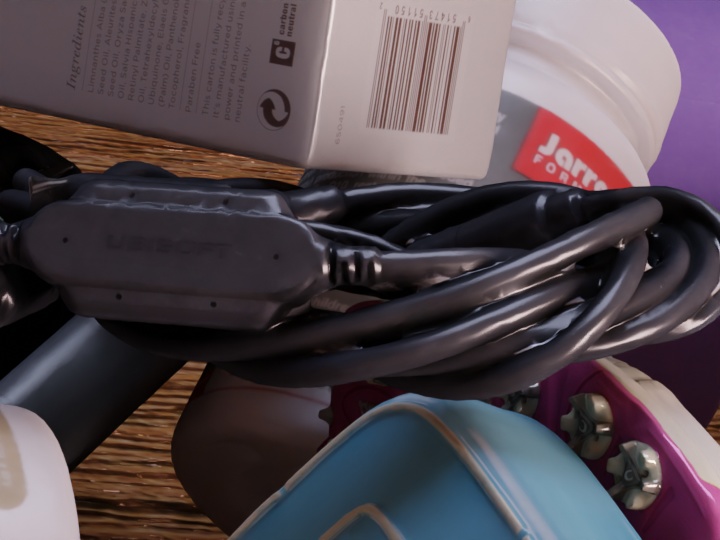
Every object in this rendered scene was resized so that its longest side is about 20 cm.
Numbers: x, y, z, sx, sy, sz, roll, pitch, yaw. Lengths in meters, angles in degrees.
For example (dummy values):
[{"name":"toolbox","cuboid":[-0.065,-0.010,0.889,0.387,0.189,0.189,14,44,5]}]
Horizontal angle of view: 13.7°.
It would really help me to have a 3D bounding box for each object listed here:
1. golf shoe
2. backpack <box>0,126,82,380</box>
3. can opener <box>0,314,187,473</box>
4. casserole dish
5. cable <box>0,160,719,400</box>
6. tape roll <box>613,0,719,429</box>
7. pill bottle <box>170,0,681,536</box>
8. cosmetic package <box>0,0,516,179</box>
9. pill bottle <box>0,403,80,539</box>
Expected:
[{"name":"golf shoe","cuboid":[0.064,0.050,0.808,0.091,0.076,0.200,4,12,-28]},{"name":"backpack","cuboid":[-0.203,0.002,0.958,0.200,0.154,0.176,27,19,31]},{"name":"can opener","cuboid":[-0.094,0.060,0.883,0.066,0.053,0.200,43,49,-3]},{"name":"casserole dish","cuboid":[0.016,0.100,0.697,0.039,0.121,0.200,42,8,-35]},{"name":"cable","cuboid":[0.000,0.000,0.781,0.199,0.051,0.163,2,4,11]},{"name":"tape roll","cuboid":[0.082,-0.024,1.169,0.085,0.201,0.200,6,12,-15]},{"name":"pill bottle","cuboid":[0.028,0.001,0.979,0.113,0.200,0.114,20,-28,11]},{"name":"cosmetic package","cuboid":[-0.063,-0.080,0.930,0.199,0.072,0.101,12,6,33]},{"name":"pill bottle","cuboid":[-0.175,0.082,0.712,0.199,0.112,0.111,4,13,-22]}]
